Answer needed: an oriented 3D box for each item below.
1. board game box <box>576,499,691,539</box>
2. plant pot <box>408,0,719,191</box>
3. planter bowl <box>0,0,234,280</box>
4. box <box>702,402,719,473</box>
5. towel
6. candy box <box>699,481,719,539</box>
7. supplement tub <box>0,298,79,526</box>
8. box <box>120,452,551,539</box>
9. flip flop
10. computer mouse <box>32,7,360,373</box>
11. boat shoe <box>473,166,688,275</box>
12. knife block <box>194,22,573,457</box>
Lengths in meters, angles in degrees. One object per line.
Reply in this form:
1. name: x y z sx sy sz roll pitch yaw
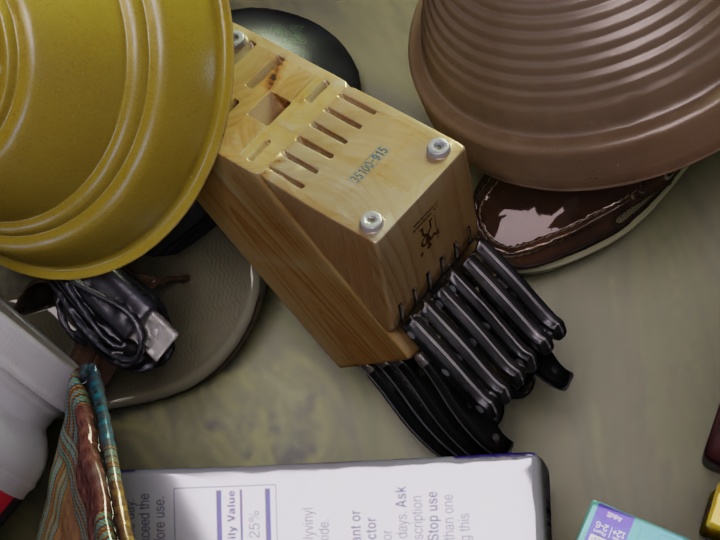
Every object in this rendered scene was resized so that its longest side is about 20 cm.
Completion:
1. board game box: 0.182 0.159 0.894 0.199 0.152 0.045 22 83 11
2. plant pot: 0.106 -0.139 0.944 0.200 0.093 0.202 -14 46 15
3. planter bowl: -0.157 -0.092 0.904 0.199 0.083 0.202 4 98 30
4. box: 0.221 0.046 0.886 0.127 0.200 0.110 21 82 10
5. towel: -0.124 0.160 0.896 0.022 0.201 0.147 1 38 -19
6. candy box: 0.244 0.136 0.916 0.199 0.102 0.027 19 82 10
7. supplement tub: -0.225 0.087 0.919 0.140 0.140 0.200 38 86 12
8. box: -0.013 0.180 0.937 0.199 0.105 0.185 -2 79 6
9. flip flop: -0.139 0.028 1.005 0.199 0.058 0.082 -16 78 4
10. computer mouse: -0.079 -0.059 0.988 0.138 0.053 0.200 42 67 19
11. boat shoe: 0.131 -0.075 0.984 0.202 0.075 0.075 -39 77 -2
12. knife block: 0.000 0.000 0.959 0.199 0.176 0.064 30 61 27
